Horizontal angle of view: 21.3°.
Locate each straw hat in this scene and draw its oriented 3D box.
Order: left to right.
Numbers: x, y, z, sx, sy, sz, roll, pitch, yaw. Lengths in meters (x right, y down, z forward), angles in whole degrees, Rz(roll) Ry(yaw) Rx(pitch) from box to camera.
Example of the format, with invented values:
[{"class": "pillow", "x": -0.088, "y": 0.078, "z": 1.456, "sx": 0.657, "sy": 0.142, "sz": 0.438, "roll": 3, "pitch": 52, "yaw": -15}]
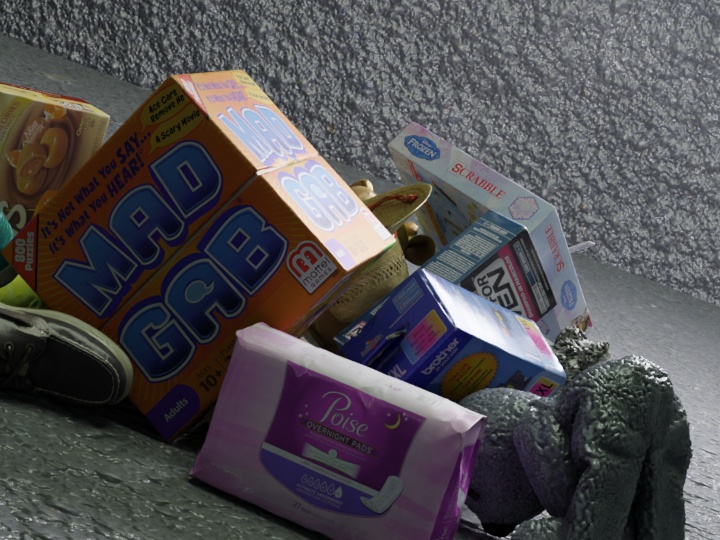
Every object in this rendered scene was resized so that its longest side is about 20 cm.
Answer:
[{"class": "straw hat", "x": 0.000, "y": 0.000, "z": 1.789, "sx": 0.200, "sy": 0.086, "sz": 0.201, "roll": -24, "pitch": 13, "yaw": 6}]

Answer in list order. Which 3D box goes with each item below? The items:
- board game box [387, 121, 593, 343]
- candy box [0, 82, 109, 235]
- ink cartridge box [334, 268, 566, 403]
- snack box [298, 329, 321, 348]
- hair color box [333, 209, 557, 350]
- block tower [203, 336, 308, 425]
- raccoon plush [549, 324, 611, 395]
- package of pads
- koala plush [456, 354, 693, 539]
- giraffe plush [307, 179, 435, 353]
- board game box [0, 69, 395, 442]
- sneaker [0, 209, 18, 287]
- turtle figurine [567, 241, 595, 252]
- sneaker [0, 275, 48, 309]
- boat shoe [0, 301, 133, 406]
[{"class": "board game box", "x": 0.131, "y": -0.032, "z": 1.903, "sx": 0.199, "sy": 0.041, "sz": 0.201, "roll": 35, "pitch": -19, "yaw": 36}, {"class": "candy box", "x": -0.298, "y": -0.054, "z": 1.619, "sx": 0.115, "sy": 0.202, "sz": 0.055, "roll": 11, "pitch": 13, "yaw": -41}, {"class": "ink cartridge box", "x": 0.058, "y": 0.085, "z": 1.588, "sx": 0.199, "sy": 0.137, "sz": 0.077, "roll": 25, "pitch": 25, "yaw": -45}, {"class": "snack box", "x": -0.139, "y": 0.055, "z": 1.822, "sx": 0.198, "sy": 0.037, "sz": 0.116, "roll": 16, "pitch": 9, "yaw": -16}, {"class": "hair color box", "x": 0.081, "y": 0.047, "z": 1.767, "sx": 0.060, "sy": 0.200, "sz": 0.100, "roll": 30, "pitch": -27, "yaw": 51}, {"class": "block tower", "x": -0.069, "y": 0.105, "z": 1.564, "sx": 0.054, "sy": 0.058, "sz": 0.200, "roll": 48, "pitch": 13, "yaw": 3}, {"class": "raccoon plush", "x": 0.152, "y": 0.113, "z": 1.758, "sx": 0.096, "sy": 0.135, "sz": 0.199, "roll": 27, "pitch": 12, "yaw": 40}, {"class": "package of pads", "x": -0.016, "y": 0.127, "z": 1.382, "sx": 0.199, "sy": 0.122, "sz": 0.076, "roll": 21, "pitch": 9, "yaw": 19}, {"class": "koala plush", "x": 0.141, "y": 0.145, "z": 1.502, "sx": 0.199, "sy": 0.186, "sz": 0.177, "roll": 11, "pitch": 2, "yaw": 39}, {"class": "giraffe plush", "x": -0.015, "y": -0.015, "z": 1.952, "sx": 0.173, "sy": 0.162, "sz": 0.200, "roll": 50, "pitch": -8, "yaw": 1}, {"class": "board game box", "x": -0.124, "y": -0.019, "z": 1.542, "sx": 0.200, "sy": 0.200, "sz": 0.200, "roll": 47, "pitch": 14, "yaw": 3}, {"class": "sneaker", "x": -0.370, "y": -0.037, "z": 1.483, "sx": 0.198, "sy": 0.121, "sz": 0.084, "roll": -5, "pitch": 43, "yaw": -4}, {"class": "turtle figurine", "x": 0.151, "y": 0.063, "z": 2.058, "sx": 0.193, "sy": 0.200, "sz": 0.144, "roll": 22, "pitch": -26, "yaw": 45}, {"class": "sneaker", "x": -0.240, "y": 0.036, "z": 1.616, "sx": 0.199, "sy": 0.076, "sz": 0.076, "roll": 9, "pitch": 13, "yaw": -41}, {"class": "boat shoe", "x": -0.270, "y": 0.060, "z": 1.448, "sx": 0.199, "sy": 0.072, "sz": 0.065, "roll": 24, "pitch": 27, "yaw": 5}]
